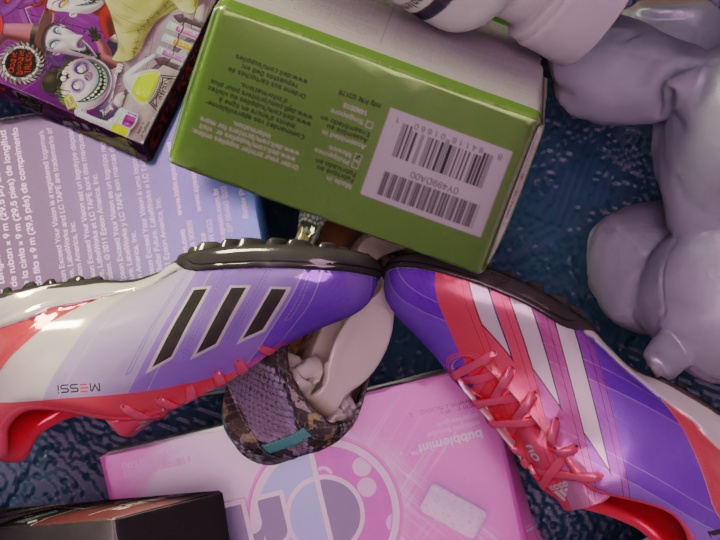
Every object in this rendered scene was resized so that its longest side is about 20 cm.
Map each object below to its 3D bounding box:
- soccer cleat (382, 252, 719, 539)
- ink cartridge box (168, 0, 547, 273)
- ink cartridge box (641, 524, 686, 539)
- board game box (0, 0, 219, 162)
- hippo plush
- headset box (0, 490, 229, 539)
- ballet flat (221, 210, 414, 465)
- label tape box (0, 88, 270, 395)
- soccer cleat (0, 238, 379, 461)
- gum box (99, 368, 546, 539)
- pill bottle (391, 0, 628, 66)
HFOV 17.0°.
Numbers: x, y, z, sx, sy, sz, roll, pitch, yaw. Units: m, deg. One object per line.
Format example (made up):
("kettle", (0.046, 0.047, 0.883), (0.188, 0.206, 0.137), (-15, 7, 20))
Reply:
("soccer cleat", (0.088, 0.063, 1.068), (0.200, 0.068, 0.073), (33, 71, -12))
("ink cartridge box", (0.006, -0.085, 1.101), (0.147, 0.200, 0.076), (20, 108, -1))
("ink cartridge box", (0.105, 0.202, 1.127), (0.199, 0.067, 0.117), (-23, 133, -2))
("board game box", (-0.110, -0.162, 1.135), (0.120, 0.032, 0.201), (21, 74, 12))
("hippo plush", (0.185, -0.034, 1.121), (0.159, 0.200, 0.162), (-12, 112, -31))
("headset box", (-0.130, 0.182, 1.091), (0.199, 0.075, 0.149), (-8, 91, 39))
("ballet flat", (0.000, 0.000, 1.115), (0.072, 0.072, 0.201), (22, 62, -1))
("label tape box", (-0.141, -0.003, 1.150), (0.199, 0.063, 0.145), (-9, 89, -1))
("soccer cleat", (-0.081, 0.034, 1.050), (0.199, 0.068, 0.074), (-11, 74, 23))
("gum box", (-0.014, 0.119, 1.151), (0.199, 0.066, 0.114), (-14, 89, -2))
("pill bottle", (0.028, -0.175, 1.054), (0.199, 0.111, 0.111), (30, 89, -14))
